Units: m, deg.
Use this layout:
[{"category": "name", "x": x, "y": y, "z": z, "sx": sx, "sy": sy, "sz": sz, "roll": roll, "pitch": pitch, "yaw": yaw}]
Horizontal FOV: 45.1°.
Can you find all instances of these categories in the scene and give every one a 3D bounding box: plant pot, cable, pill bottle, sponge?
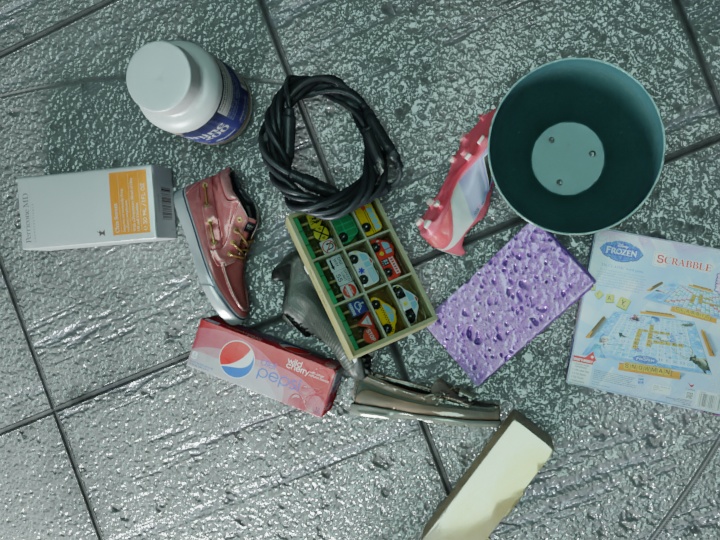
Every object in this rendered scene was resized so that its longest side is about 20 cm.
[{"category": "plant pot", "x": 0.254, "y": -0.142, "z": 1.050, "sx": 0.198, "sy": 0.135, "sz": 0.203, "roll": 0, "pitch": 91, "yaw": 9}, {"category": "cable", "x": -0.049, "y": -0.162, "z": 1.116, "sx": 0.162, "sy": 0.051, "sz": 0.201, "roll": -30, "pitch": 79, "yaw": -7}, {"category": "pill bottle", "x": -0.216, "y": -0.225, "z": 1.098, "sx": 0.110, "sy": 0.200, "sz": 0.112, "roll": 0, "pitch": 91, "yaw": 10}, {"category": "sponge", "x": 0.187, "y": 0.040, "z": 1.101, "sx": 0.200, "sy": 0.030, "sz": 0.112, "roll": -44, "pitch": 74, "yaw": 16}]

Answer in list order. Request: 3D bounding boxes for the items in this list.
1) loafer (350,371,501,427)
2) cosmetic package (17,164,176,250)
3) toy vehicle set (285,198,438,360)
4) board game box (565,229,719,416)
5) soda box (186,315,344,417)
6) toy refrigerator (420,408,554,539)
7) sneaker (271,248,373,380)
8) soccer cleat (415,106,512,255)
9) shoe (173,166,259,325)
[{"category": "loafer", "x": 0.084, "y": 0.165, "z": 1.122, "sx": 0.198, "sy": 0.072, "sz": 0.064, "roll": 3, "pitch": 84, "yaw": 13}, {"category": "cosmetic package", "x": -0.361, "y": -0.085, "z": 1.192, "sx": 0.198, "sy": 0.071, "sz": 0.103, "roll": -5, "pitch": 90, "yaw": 10}, {"category": "toy vehicle set", "x": 0.000, "y": 0.000, "z": 1.112, "sx": 0.123, "sy": 0.027, "sz": 0.201, "roll": -23, "pitch": 78, "yaw": -17}, {"category": "board game box", "x": 0.372, "y": 0.061, "z": 1.081, "sx": 0.198, "sy": 0.041, "sz": 0.202, "roll": 12, "pitch": 93, "yaw": 10}, {"category": "soda box", "x": -0.125, "y": 0.126, "z": 1.159, "sx": 0.198, "sy": 0.063, "sz": 0.071, "roll": 19, "pitch": 94, "yaw": 10}, {"category": "toy refrigerator", "x": 0.163, "y": 0.282, "z": 1.105, "sx": 0.070, "sy": 0.076, "sz": 0.201, "roll": 37, "pitch": 96, "yaw": 7}, {"category": "sneaker", "x": -0.055, "y": 0.062, "z": 1.145, "sx": 0.090, "sy": 0.066, "sz": 0.201, "roll": -30, "pitch": 80, "yaw": 14}, {"category": "soccer cleat", "x": 0.147, "y": -0.115, "z": 1.115, "sx": 0.076, "sy": 0.067, "sz": 0.201, "roll": 31, "pitch": 91, "yaw": -23}, {"category": "shoe", "x": -0.174, "y": -0.034, "z": 1.159, "sx": 0.090, "sy": 0.071, "sz": 0.202, "roll": -25, "pitch": 82, "yaw": 15}]
